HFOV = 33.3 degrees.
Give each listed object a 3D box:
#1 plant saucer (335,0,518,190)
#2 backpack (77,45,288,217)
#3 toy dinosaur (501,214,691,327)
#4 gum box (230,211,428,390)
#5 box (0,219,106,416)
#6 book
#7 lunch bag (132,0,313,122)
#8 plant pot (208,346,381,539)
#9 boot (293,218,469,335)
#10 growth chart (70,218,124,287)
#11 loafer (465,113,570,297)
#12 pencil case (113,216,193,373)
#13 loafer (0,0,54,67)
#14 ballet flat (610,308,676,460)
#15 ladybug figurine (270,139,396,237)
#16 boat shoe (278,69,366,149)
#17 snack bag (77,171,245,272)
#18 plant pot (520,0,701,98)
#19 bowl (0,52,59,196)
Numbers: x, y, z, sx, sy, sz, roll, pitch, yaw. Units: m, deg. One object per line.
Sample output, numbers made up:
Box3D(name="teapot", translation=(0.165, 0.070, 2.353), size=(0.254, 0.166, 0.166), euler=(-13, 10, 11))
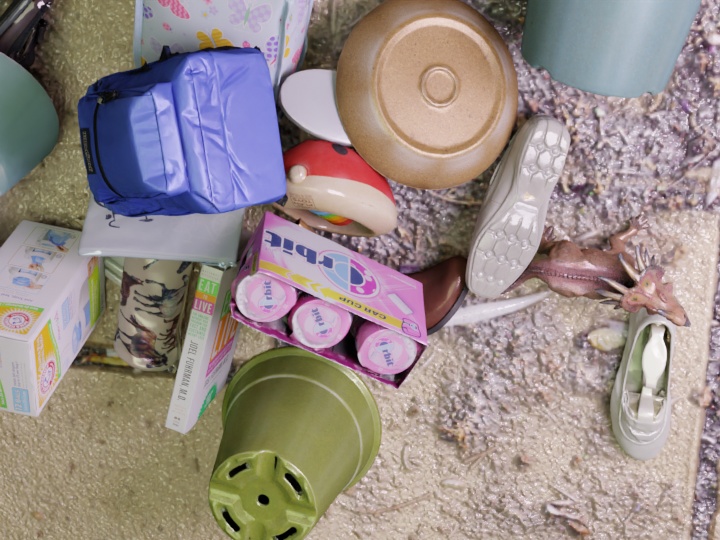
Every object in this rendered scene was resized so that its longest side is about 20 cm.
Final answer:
Box3D(name="plant saucer", translation=(0.074, -0.183, 1.217), size=(0.198, 0.035, 0.202), euler=(0, 90, -16))
Box3D(name="backpack", translation=(-0.192, -0.133, 1.173), size=(0.199, 0.167, 0.164), euler=(2, 98, 49))
Box3D(name="toy dinosaur", translation=(0.238, 0.004, 1.252), size=(0.198, 0.136, 0.087), euler=(-1, 109, 12))
Box3D(name="gum box", translation=(-0.034, 0.027, 1.220), size=(0.199, 0.114, 0.066), euler=(24, 119, -14))
Box3D(name="box", translation=(-0.369, 0.050, 1.344), size=(0.100, 0.201, 0.113), euler=(11, 126, 7))
Box3D(name="book", translation=(-0.168, 0.065, 1.356), size=(0.048, 0.134, 0.202), euler=(18, 112, 6))
Box3D(name="lunch bag", translation=(-0.141, -0.257, 1.240), size=(0.168, 0.128, 0.201), euler=(19, 138, 4))
Box3D(name="plant pot", translation=(-0.088, 0.215, 1.364), size=(0.198, 0.190, 0.202), euler=(3, 109, 10))
Box3D(name="boot", translation=(0.000, 0.000, 1.306), size=(0.188, 0.069, 0.200), euler=(-32, 123, 32))
Box3D(name="growth chart", translation=(-0.245, -0.058, 1.390), size=(0.145, 0.018, 0.200), euler=(42, 112, -6))
Box3D(name="loafer", translation=(0.163, -0.068, 1.270), size=(0.069, 0.070, 0.201), euler=(21, 104, -12))
Box3D(name="pencil case", translation=(-0.226, 0.015, 1.364), size=(0.089, 0.078, 0.202), euler=(19, 114, 14))
Box3D(name="loafer", translation=(-0.389, -0.239, 1.335), size=(0.063, 0.072, 0.200), euler=(38, 120, -23))
Box3D(name="ballet flat", translation=(0.312, 0.128, 1.320), size=(0.069, 0.070, 0.202), euler=(5, 111, 9))
Box3D(name="ladybug figurine", translation=(-0.028, -0.086, 1.256), size=(0.134, 0.200, 0.073), euler=(9, 83, 17))
Box3D(name="boat shoe", translation=(0.006, -0.156, 1.253), size=(0.198, 0.066, 0.073), euler=(7, 81, -18))
Box3D(name="snack bag", translation=(-0.208, -0.098, 1.298), size=(0.187, 0.021, 0.202), euler=(4, 66, 10))
Box3D(name="plant pot", translation=(0.243, -0.280, 1.129), size=(0.198, 0.201, 0.198), euler=(15, 119, 5))
Box3D(name="bowl", translation=(-0.438, -0.145, 1.303), size=(0.199, 0.106, 0.202), euler=(7, 142, 6))
